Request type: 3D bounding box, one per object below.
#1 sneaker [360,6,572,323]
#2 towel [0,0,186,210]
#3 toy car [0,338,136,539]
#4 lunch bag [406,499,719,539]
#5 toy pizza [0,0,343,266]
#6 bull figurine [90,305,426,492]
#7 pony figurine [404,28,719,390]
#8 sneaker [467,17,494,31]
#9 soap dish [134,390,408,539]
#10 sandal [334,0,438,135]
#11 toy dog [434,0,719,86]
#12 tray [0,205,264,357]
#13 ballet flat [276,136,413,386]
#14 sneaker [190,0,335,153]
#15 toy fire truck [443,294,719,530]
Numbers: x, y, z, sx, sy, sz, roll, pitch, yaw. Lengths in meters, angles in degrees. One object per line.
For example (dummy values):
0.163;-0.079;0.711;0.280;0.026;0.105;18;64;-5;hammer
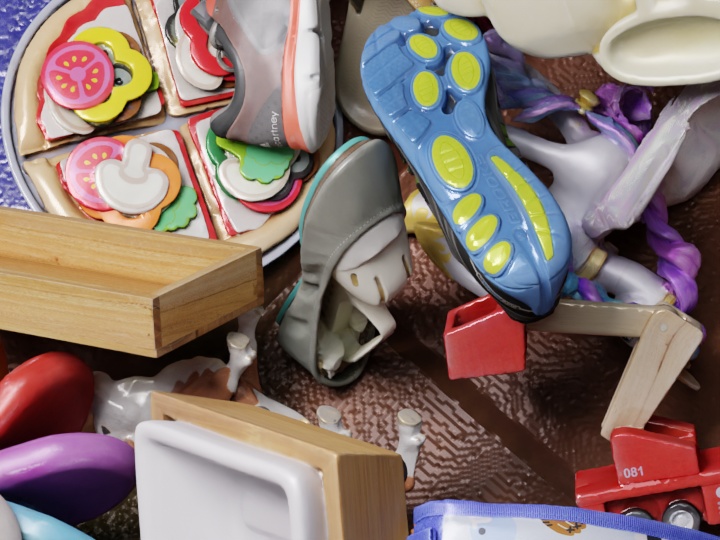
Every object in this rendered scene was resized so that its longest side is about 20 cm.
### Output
0.053;-0.055;1.421;0.070;0.083;0.200;-20;58;-7;sneaker
-0.170;-0.097;1.611;0.147;0.050;0.201;12;70;8;towel
-0.193;0.116;1.457;0.149;0.175;0.201;-25;65;-3;toy car
0.108;0.211;1.354;0.199;0.124;0.171;13;66;-26;lunch bag
-0.106;-0.089;1.563;0.199;0.032;0.202;4;72;-11;toy pizza
-0.058;0.090;1.486;0.199;0.122;0.065;33;37;13;bull figurine
0.129;-0.048;1.491;0.199;0.166;0.194;29;108;17;pony figurine
0.052;-0.199;1.591;0.199;0.074;0.088;18;79;22;sneaker
-0.040;0.167;1.388;0.081;0.201;0.157;-16;19;-37;soap dish
0.018;-0.160;1.528;0.080;0.201;0.054;27;33;22;sandal
0.151;-0.177;1.448;0.193;0.200;0.140;-23;102;32;toy dog
-0.161;0.004;1.469;0.199;0.098;0.037;10;111;32;tray
0.000;0.000;1.460;0.067;0.200;0.064;-36;73;-26;ballet flat
-0.058;-0.166;1.539;0.081;0.077;0.202;-2;77;10;sneaker
0.152;0.070;1.438;0.199;0.049;0.142;-10;102;7;toy fire truck
